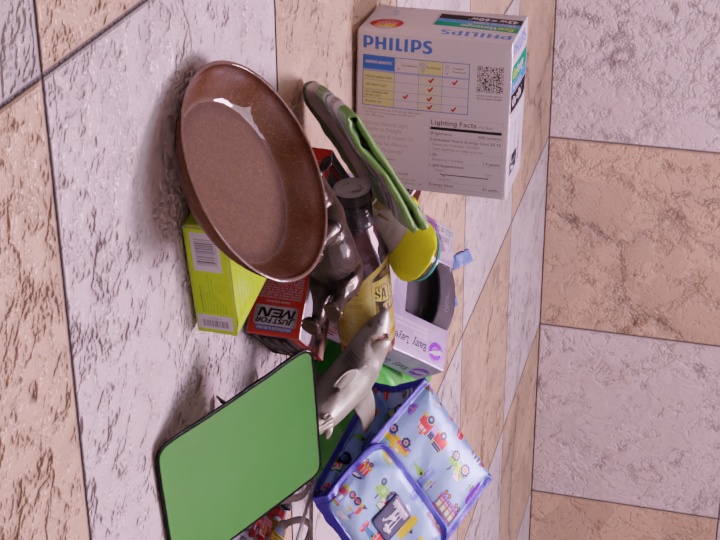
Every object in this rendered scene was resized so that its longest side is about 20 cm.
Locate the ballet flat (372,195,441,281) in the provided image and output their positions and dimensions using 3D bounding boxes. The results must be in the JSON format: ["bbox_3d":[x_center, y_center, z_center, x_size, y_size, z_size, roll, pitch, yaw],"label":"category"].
[{"bbox_3d":[0.037,-0.044,1.645,0.067,0.067,0.200,-55,-165,13],"label":"ballet flat"}]

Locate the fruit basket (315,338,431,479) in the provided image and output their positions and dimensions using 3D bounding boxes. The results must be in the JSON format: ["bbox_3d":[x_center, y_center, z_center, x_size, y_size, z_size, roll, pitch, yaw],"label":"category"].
[{"bbox_3d":[0.017,0.191,1.809,0.215,0.153,0.219,-6,90,-67],"label":"fruit basket"}]

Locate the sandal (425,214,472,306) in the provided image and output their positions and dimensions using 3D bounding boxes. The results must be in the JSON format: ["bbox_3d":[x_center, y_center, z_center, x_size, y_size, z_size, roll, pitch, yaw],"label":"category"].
[{"bbox_3d":[0.091,0.033,2.025,0.080,0.086,0.203,-58,164,-80],"label":"sandal"}]

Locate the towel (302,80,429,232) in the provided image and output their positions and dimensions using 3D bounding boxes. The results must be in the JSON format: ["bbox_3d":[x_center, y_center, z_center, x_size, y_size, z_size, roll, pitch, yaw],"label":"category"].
[{"bbox_3d":[-0.001,-0.118,1.572,0.150,0.031,0.200,54,-1,-21],"label":"towel"}]

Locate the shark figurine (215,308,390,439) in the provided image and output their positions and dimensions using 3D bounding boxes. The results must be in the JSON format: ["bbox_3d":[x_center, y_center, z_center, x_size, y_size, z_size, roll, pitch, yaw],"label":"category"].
[{"bbox_3d":[-0.056,0.128,1.555,0.214,0.089,0.130,-33,137,-40],"label":"shark figurine"}]

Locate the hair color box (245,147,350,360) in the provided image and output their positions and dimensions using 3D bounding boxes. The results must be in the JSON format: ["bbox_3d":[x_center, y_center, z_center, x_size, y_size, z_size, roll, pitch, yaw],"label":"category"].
[{"bbox_3d":[-0.061,-0.017,1.597,0.111,0.063,0.203,49,50,-72],"label":"hair color box"}]

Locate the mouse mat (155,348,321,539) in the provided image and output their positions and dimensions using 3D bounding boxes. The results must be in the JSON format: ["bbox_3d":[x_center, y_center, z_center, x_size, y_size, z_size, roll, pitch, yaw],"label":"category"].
[{"bbox_3d":[-0.109,0.179,1.424,0.199,0.007,0.163,-32,133,-35],"label":"mouse mat"}]

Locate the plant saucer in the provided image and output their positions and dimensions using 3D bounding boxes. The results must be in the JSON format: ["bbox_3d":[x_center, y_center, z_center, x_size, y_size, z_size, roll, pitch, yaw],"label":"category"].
[{"bbox_3d":[-0.101,-0.082,1.327,0.200,0.036,0.203,35,45,-43],"label":"plant saucer"}]

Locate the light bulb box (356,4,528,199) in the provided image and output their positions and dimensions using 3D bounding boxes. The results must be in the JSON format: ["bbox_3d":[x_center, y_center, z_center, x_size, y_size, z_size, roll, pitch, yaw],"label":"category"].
[{"bbox_3d":[0.100,-0.210,1.879,0.125,0.195,0.203,-59,154,-62],"label":"light bulb box"}]

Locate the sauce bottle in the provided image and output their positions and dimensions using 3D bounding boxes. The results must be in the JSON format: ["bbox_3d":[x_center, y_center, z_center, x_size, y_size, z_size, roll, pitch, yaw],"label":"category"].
[{"bbox_3d":[0.000,0.000,1.590,0.066,0.065,0.202,-66,156,-50],"label":"sauce bottle"}]

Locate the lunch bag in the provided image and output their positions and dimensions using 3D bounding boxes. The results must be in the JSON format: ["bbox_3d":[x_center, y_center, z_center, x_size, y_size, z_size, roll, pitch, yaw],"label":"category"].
[{"bbox_3d":[0.031,0.241,1.638,0.151,0.093,0.201,55,51,-22],"label":"lunch bag"}]

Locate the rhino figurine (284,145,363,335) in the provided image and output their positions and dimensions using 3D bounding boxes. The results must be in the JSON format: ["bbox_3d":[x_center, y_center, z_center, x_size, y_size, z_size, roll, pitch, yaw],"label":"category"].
[{"bbox_3d":[-0.042,-0.038,1.472,0.088,0.059,0.202,-61,147,-43],"label":"rhino figurine"}]

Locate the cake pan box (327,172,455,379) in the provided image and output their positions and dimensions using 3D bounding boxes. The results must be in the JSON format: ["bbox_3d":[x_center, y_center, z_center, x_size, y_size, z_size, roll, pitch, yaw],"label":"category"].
[{"bbox_3d":[0.027,0.009,1.754,0.199,0.052,0.187,27,61,-37],"label":"cake pan box"}]

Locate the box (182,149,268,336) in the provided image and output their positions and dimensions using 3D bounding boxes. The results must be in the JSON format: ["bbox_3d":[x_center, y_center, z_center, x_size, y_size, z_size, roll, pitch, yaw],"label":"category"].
[{"bbox_3d":[-0.107,-0.050,1.426,0.201,0.047,0.123,-67,158,-49],"label":"box"}]

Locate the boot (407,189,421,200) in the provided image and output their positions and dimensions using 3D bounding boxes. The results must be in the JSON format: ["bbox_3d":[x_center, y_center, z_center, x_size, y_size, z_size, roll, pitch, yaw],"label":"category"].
[{"bbox_3d":[0.048,-0.032,2.016,0.201,0.067,0.190,81,21,-50],"label":"boot"}]

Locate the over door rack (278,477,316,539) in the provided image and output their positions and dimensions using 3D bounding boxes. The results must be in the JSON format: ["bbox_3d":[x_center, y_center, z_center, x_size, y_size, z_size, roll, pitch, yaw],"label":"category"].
[{"bbox_3d":[-0.074,0.319,1.594,0.201,0.066,0.150,-99,-172,-63],"label":"over door rack"}]

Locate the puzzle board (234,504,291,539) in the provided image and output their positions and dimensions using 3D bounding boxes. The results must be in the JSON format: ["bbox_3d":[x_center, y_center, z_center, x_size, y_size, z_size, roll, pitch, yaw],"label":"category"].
[{"bbox_3d":[-0.110,0.272,1.628,0.200,0.017,0.153,61,38,-66],"label":"puzzle board"}]
